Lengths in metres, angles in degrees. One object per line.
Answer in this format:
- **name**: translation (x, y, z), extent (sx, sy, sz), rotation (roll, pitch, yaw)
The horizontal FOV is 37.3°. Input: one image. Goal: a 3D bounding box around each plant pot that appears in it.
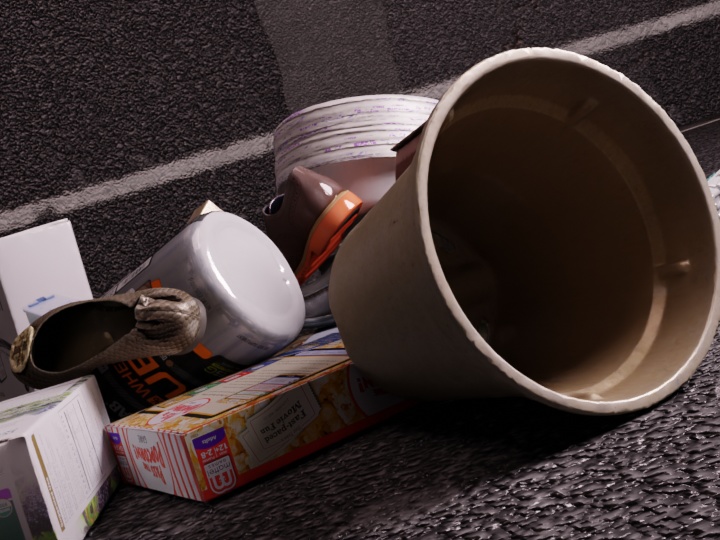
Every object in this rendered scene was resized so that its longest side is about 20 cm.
- **plant pot**: translation (0.076, -0.002, 0.636), extent (0.200, 0.201, 0.183), rotation (-20, -5, -30)

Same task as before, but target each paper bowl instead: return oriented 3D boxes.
- **paper bowl**: translation (0.014, -0.096, 1.081), extent (0.200, 0.105, 0.201), rotation (-5, -12, -1)

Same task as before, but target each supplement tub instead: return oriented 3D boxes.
- **supplement tub**: translation (-0.152, 0.054, 0.855), extent (0.200, 0.123, 0.122), rotation (-37, -3, 24)

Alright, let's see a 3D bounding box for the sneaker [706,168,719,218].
- **sneaker**: translation (0.282, -0.042, 0.910), extent (0.200, 0.078, 0.091), rotation (-19, 1, -38)

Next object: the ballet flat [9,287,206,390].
- **ballet flat**: translation (-0.198, 0.047, 0.783), extent (0.199, 0.068, 0.046), rotation (-11, -20, 35)

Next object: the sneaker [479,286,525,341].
- **sneaker**: translation (0.150, 0.023, 0.754), extent (0.200, 0.076, 0.077), rotation (-14, 27, 39)

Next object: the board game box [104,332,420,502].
- **board game box**: translation (-0.056, 0.092, 0.736), extent (0.200, 0.046, 0.151), rotation (-20, 5, -30)

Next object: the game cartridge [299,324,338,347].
- **game cartridge**: translation (0.046, 0.047, 0.930), extent (0.199, 0.041, 0.133), rotation (-16, 11, 15)

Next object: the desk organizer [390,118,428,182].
- **desk organizer**: translation (0.126, -0.050, 0.819), extent (0.199, 0.077, 0.072), rotation (11, -20, -23)

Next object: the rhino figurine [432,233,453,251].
- **rhino figurine**: translation (0.093, -0.025, 0.869), extent (0.199, 0.088, 0.060), rotation (-6, -12, -30)

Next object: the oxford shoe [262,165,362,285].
- **oxford shoe**: translation (-0.058, -0.039, 1.017), extent (0.071, 0.073, 0.200), rotation (-48, -3, -30)

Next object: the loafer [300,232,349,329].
- **loafer**: translation (0.000, 0.000, 0.964), extent (0.199, 0.073, 0.073), rotation (-19, 9, -3)

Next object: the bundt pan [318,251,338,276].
- **bundt pan**: translation (0.057, -0.002, 1.116), extent (0.201, 0.076, 0.202), rotation (-17, 5, 1)

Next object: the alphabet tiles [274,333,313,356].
- **alphabet tiles**: translation (0.011, 0.060, 1.092), extent (0.199, 0.006, 0.166), rotation (-15, 6, 19)

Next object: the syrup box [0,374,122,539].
- **syrup box**: translation (-0.214, 0.129, 0.680), extent (0.078, 0.082, 0.200), rotation (-17, 6, -2)

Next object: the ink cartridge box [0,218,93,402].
- **ink cartridge box**: translation (-0.310, 0.063, 1.035), extent (0.086, 0.201, 0.146), rotation (-20, 6, -32)

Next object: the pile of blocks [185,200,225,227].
- **pile of blocks**: translation (-0.135, 0.029, 0.959), extent (0.082, 0.200, 0.062), rotation (7, 48, 17)
